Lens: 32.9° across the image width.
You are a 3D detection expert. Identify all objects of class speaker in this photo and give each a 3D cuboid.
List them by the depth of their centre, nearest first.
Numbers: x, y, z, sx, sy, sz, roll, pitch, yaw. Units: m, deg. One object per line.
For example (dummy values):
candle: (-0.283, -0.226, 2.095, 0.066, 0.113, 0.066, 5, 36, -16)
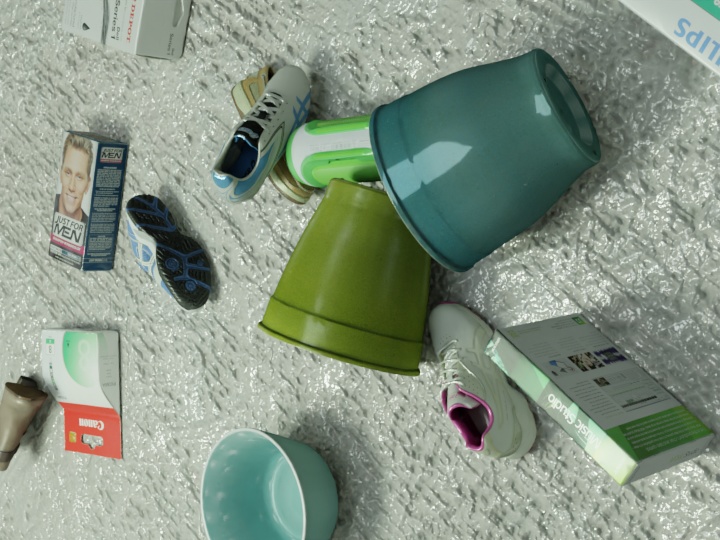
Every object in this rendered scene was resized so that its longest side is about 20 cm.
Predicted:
speaker: (0.003, -0.146, 1.469, 0.199, 0.088, 0.089, -1, 91, 43)

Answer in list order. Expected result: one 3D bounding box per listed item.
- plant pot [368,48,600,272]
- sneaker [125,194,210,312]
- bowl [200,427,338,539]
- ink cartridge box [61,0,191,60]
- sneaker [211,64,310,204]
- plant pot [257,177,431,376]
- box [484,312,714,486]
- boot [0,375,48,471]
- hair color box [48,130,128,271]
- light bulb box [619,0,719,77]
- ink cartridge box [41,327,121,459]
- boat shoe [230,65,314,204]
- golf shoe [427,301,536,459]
plant pot: (0.140, -0.130, 1.281, 0.187, 0.200, 0.201, -29, 71, 24)
sneaker: (-0.276, -0.017, 1.759, 0.201, 0.075, 0.077, 57, 148, 26)
bowl: (-0.104, 0.297, 1.573, 0.200, 0.105, 0.203, 3, 94, 43)
ink cartridge box: (-0.341, -0.400, 1.785, 0.199, 0.084, 0.147, 24, 108, 41)
sneaker: (-0.120, -0.175, 1.519, 0.071, 0.073, 0.201, 23, 72, 14)
plant pot: (0.000, 0.000, 1.422, 0.199, 0.200, 0.195, 18, 93, 41)
box: (0.237, 0.122, 1.218, 0.200, 0.144, 0.037, 44, 124, 34)
boot: (-0.568, 0.255, 1.993, 0.200, 0.070, 0.147, -164, 95, -77)
hair color box: (-0.423, -0.108, 1.889, 0.100, 0.060, 0.202, 19, 104, 41)
light bulb box: (0.347, -0.246, 1.063, 0.198, 0.199, 0.125, 47, 121, 31)
ink cartridge box: (-0.442, 0.193, 1.929, 0.160, 0.050, 0.202, 0, 89, 43)
boat shoe: (-0.102, -0.182, 1.584, 0.076, 0.071, 0.201, -36, 68, 21)
golf shoe: (0.121, 0.120, 1.365, 0.075, 0.091, 0.201, -47, 59, 34)
